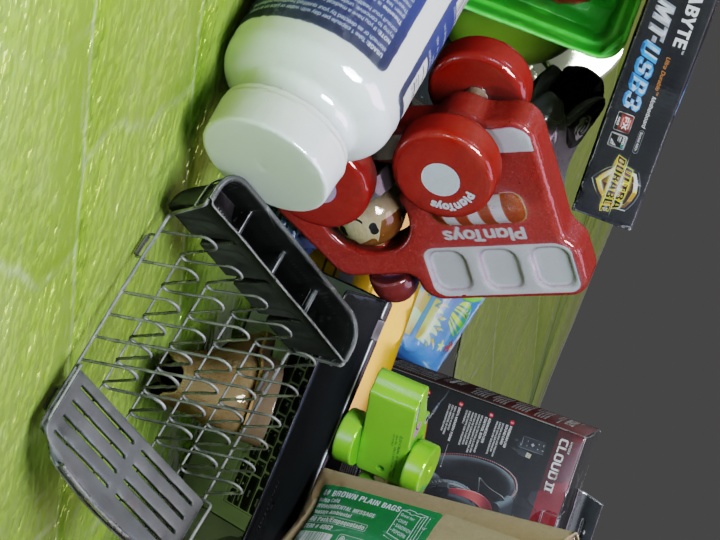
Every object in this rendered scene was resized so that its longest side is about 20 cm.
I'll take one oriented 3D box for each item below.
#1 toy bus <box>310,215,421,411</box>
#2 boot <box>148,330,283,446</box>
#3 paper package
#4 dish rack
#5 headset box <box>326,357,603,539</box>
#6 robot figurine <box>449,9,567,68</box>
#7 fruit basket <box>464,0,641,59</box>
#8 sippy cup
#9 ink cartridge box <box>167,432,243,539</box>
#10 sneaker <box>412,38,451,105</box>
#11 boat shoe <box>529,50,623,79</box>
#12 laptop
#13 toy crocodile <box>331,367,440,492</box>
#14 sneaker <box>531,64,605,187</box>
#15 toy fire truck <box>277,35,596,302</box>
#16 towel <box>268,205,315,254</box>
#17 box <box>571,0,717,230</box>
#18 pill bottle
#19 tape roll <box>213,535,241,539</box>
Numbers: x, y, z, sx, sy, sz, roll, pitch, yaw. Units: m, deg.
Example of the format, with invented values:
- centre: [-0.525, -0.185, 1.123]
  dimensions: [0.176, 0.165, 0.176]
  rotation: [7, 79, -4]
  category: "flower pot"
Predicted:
- centre: [0.000, 0.000, 1.730]
  dimensions: [0.065, 0.078, 0.201]
  rotation: [15, 96, -45]
  category: "toy bus"
- centre: [-0.098, 0.068, 1.593]
  dimensions: [0.200, 0.075, 0.074]
  rotation: [-167, -86, -83]
  category: "boot"
- centre: [0.053, 0.244, 1.612]
  dimensions: [0.104, 0.199, 0.191]
  rotation: [-54, 143, -37]
  category: "paper package"
- centre: [-0.097, 0.062, 1.424]
  dimensions: [0.153, 0.054, 0.200]
  rotation: [50, 57, -34]
  category: "dish rack"
- centre: [0.076, 0.162, 1.780]
  dimensions: [0.075, 0.199, 0.149]
  rotation: [-4, 112, -76]
  category: "headset box"
- centre: [0.108, -0.235, 1.711]
  dimensions: [0.175, 0.115, 0.201]
  rotation: [-16, 108, -48]
  category: "robot figurine"
- centre: [0.098, -0.234, 1.534]
  dimensions: [0.216, 0.215, 0.156]
  rotation: [-25, 137, -73]
  category: "fruit basket"
- centre: [0.037, 0.008, 1.869]
  dimensions: [0.178, 0.139, 0.131]
  rotation: [83, 30, -69]
  category: "sippy cup"
- centre: [-0.068, 0.165, 1.834]
  dimensions: [0.200, 0.083, 0.147]
  rotation: [20, 92, -78]
  category: "ink cartridge box"
- centre: [0.074, -0.162, 1.799]
  dimensions: [0.075, 0.106, 0.201]
  rotation: [37, 76, -78]
  category: "sneaker"
- centre: [0.124, -0.147, 1.991]
  dimensions: [0.200, 0.071, 0.063]
  rotation: [-31, -168, 2]
  category: "boat shoe"
- centre: [-0.068, 0.086, 1.633]
  dimensions: [0.116, 0.200, 0.188]
  rotation: [22, 91, -43]
  category: "laptop"
- centre: [0.021, 0.144, 1.676]
  dimensions: [0.062, 0.067, 0.201]
  rotation: [-53, 154, -45]
  category: "toy crocodile"
- centre: [0.143, -0.091, 1.773]
  dimensions: [0.116, 0.075, 0.200]
  rotation: [-56, 171, 2]
  category: "sneaker"
- centre: [0.039, -0.047, 1.555]
  dimensions: [0.112, 0.199, 0.168]
  rotation: [-66, 145, -48]
  category: "toy fire truck"
- centre: [-0.014, -0.105, 1.657]
  dimensions: [0.112, 0.048, 0.201]
  rotation: [-2, 115, -78]
  category: "towel"
- centre: [0.205, -0.153, 1.631]
  dimensions: [0.200, 0.050, 0.199]
  rotation: [-59, 168, -65]
  category: "box"
- centre: [-0.013, -0.137, 1.447]
  dimensions: [0.111, 0.111, 0.200]
  rotation: [93, 23, -59]
  category: "pill bottle"
- centre: [-0.113, 0.283, 1.688]
  dimensions: [0.200, 0.066, 0.201]
  rotation: [-26, 137, -27]
  category: "tape roll"
